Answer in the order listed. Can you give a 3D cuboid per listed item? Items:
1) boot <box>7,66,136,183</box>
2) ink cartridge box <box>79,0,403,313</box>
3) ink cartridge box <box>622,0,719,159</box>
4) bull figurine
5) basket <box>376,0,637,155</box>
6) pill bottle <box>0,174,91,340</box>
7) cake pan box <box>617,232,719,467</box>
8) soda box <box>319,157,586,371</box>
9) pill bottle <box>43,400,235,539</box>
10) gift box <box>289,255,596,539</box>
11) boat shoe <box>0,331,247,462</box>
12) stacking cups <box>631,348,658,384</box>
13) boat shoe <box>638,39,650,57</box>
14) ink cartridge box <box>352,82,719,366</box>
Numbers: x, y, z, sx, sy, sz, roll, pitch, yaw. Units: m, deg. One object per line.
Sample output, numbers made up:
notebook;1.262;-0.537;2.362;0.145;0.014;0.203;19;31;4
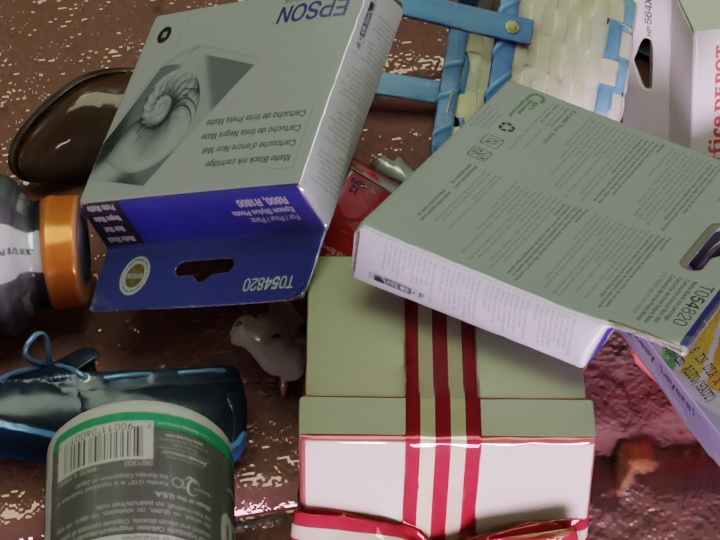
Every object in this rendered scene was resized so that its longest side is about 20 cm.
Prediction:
boot;-0.117;-0.061;1.555;0.186;0.064;0.200;-29;46;-7
ink cartridge box;-0.082;-0.074;1.454;0.199;0.041;0.201;-5;59;43
ink cartridge box;0.275;-0.137;1.579;0.199;0.129;0.125;-7;33;-4
bull figurine;0.000;0.000;1.538;0.199;0.065;0.122;-21;54;-14
basket;0.070;-0.137;1.565;0.199;0.176;0.140;13;79;-6
pill bottle;-0.271;-0.006;1.515;0.199;0.106;0.107;-4;53;2
cake pan box;0.270;0.036;1.440;0.184;0.052;0.200;-28;55;-8
soda box;0.052;0.004;1.463;0.199;0.070;0.063;29;9;-19
pill bottle;-0.126;0.185;1.371;0.112;0.113;0.201;-2;53;-1
gift box;0.053;0.120;1.381;0.183;0.201;0.187;-3;37;3
boat shoe;-0.169;0.081;1.477;0.199;0.084;0.069;7;71;-11
stacking cups;0.248;0.101;1.471;0.060;0.061;0.200;-31;54;-21
boat shoe;0.198;-0.175;1.662;0.198;0.075;0.066;3;55;4
ink cartridge box;0.128;-0.022;1.366;0.199;0.041;0.200;21;38;21
